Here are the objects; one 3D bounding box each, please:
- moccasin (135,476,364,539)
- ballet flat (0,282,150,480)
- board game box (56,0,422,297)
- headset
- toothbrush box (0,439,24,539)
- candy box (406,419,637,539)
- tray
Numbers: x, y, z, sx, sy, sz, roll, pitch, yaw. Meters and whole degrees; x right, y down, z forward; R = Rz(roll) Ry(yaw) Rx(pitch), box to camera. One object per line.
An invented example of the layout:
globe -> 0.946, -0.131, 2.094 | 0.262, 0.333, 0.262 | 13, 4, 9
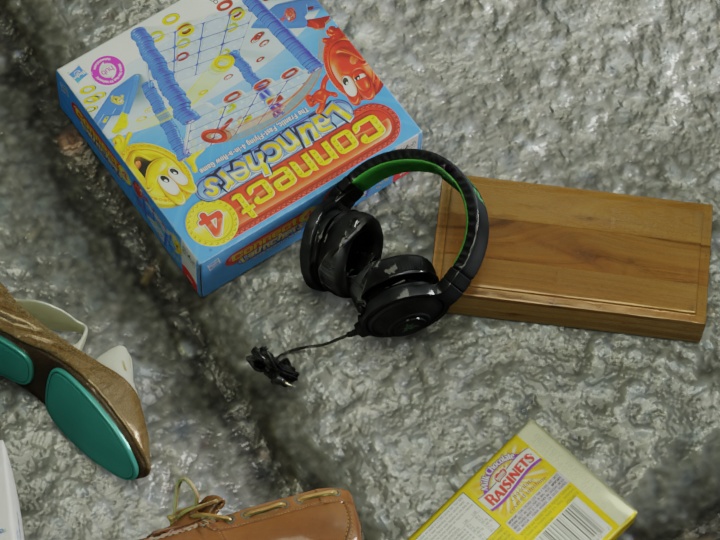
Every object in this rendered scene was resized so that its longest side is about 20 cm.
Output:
moccasin -> -0.099, 0.184, 1.624 | 0.201, 0.074, 0.078 | -12, 56, -4
ballet flat -> -0.209, 0.067, 1.690 | 0.200, 0.068, 0.072 | 33, 48, 18
board game box -> -0.090, -0.113, 1.778 | 0.200, 0.056, 0.196 | -32, 69, -16
headset -> 0.000, 0.000, 1.692 | 0.123, 0.094, 0.200 | 40, 92, 30
toothbrush box -> -0.319, 0.198, 1.567 | 0.200, 0.085, 0.146 | -12, 29, -7
candy box -> 0.087, 0.203, 1.646 | 0.102, 0.026, 0.200 | 41, 69, 19
tray -> 0.153, -0.011, 1.748 | 0.200, 0.037, 0.099 | 6, 64, 2
